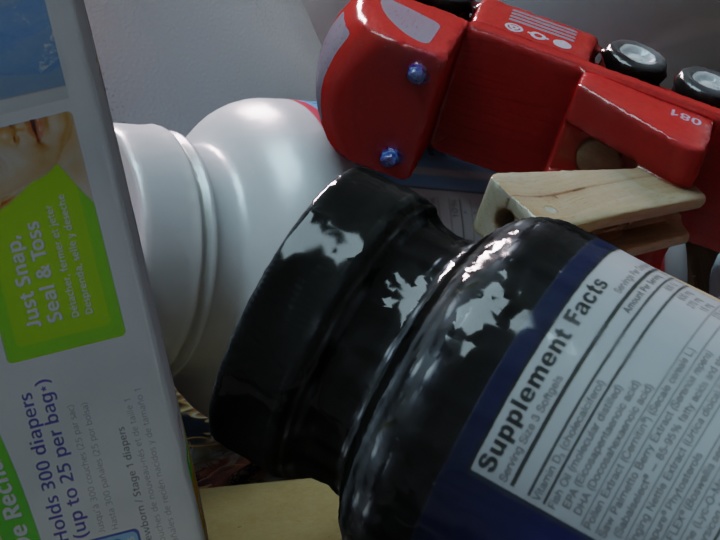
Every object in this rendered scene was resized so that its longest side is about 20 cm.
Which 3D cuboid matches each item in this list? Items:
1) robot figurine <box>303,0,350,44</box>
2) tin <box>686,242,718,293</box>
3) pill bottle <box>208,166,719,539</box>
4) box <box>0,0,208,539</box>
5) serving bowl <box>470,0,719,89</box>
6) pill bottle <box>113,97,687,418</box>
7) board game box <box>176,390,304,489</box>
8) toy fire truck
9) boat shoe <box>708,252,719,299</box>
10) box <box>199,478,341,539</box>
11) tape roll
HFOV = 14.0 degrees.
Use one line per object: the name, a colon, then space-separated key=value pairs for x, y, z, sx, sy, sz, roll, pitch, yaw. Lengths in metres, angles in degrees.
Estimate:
robot figurine: x=0.014 y=-0.131 z=1.291 sx=0.112 sy=0.170 sz=0.200 roll=-2 pitch=-22 yaw=-33
tin: x=0.069 y=-0.001 z=1.119 sx=0.199 sy=0.042 sz=0.112 roll=-17 pitch=26 yaw=-9
pill bottle: x=0.065 y=0.055 z=0.774 sx=0.199 sy=0.112 sz=0.112 roll=28 pitch=36 yaw=13
box: x=-0.116 y=0.002 z=0.826 sx=0.112 sy=0.201 sz=0.101 roll=-14 pitch=14 yaw=-3
serving bowl: x=0.105 y=-0.076 z=1.073 sx=0.199 sy=0.066 sz=0.200 roll=-16 pitch=-13 yaw=-4
pill bottle: x=0.000 y=0.000 z=0.968 sx=0.199 sy=0.109 sz=0.109 roll=4 pitch=12 yaw=-29
board game box: x=-0.055 y=0.092 z=0.967 sx=0.135 sy=0.035 sz=0.200 roll=-25 pitch=24 yaw=-25
toy fire truck: x=0.074 y=-0.021 z=0.878 sx=0.199 sy=0.049 sz=0.141 roll=20 pitch=27 yaw=3
boat shoe: x=0.145 y=0.053 z=0.905 sx=0.062 sy=0.072 sz=0.200 roll=-12 pitch=32 yaw=10
box: x=-0.054 y=0.106 z=0.828 sx=0.163 sy=0.021 sz=0.200 roll=-7 pitch=17 yaw=16
tape roll: x=-0.107 y=-0.051 z=1.158 sx=0.202 sy=0.140 sz=0.203 roll=-22 pitch=15 yaw=6
